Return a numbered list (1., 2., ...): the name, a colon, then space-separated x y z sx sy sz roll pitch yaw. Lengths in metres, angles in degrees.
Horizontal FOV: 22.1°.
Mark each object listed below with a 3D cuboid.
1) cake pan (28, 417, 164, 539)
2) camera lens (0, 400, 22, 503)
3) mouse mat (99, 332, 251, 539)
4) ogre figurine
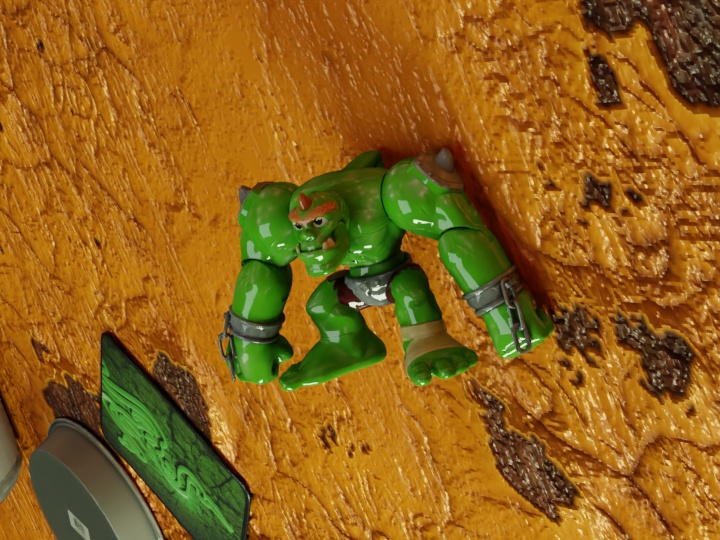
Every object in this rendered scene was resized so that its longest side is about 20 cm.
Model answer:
1. cake pan: -0.247 0.233 1.723 0.200 0.037 0.201 39 146 33
2. camera lens: -0.430 0.146 1.800 0.160 0.160 0.201 22 135 48
3. mouse mat: -0.159 0.159 1.542 0.200 0.008 0.161 46 149 24
4. ogre figurine: 0.000 0.000 1.031 0.199 0.098 0.121 -3 106 50
